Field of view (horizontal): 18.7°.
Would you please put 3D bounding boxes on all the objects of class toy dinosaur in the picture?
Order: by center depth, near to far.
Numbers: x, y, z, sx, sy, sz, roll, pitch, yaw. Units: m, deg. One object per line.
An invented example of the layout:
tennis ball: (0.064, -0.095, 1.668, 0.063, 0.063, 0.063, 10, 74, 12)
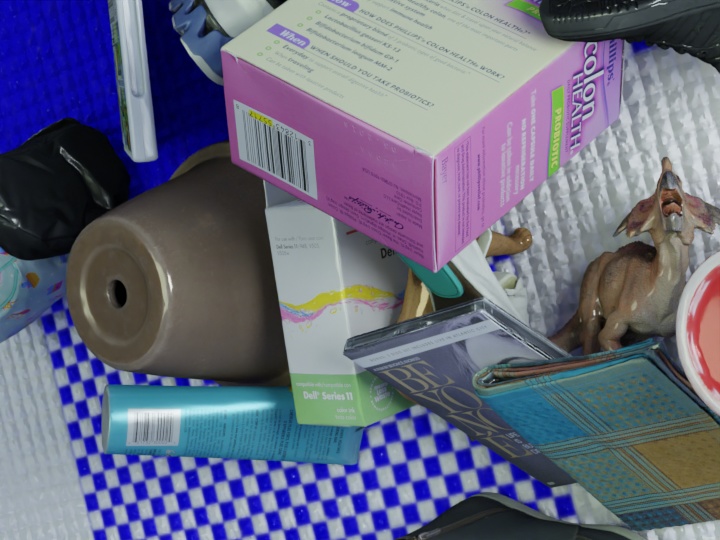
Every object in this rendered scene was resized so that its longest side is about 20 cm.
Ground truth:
toy dinosaur: (0.182, 0.009, 1.450, 0.200, 0.085, 0.136, -24, 70, 57)

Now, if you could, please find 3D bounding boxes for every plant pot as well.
plant pot: (-0.121, 0.003, 1.630, 0.199, 0.174, 0.202, 7, 101, 40)

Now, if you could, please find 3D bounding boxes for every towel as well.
towel: (0.182, 0.109, 1.409, 0.146, 0.200, 0.022, -13, 50, 39)

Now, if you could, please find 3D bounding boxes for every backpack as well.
backpack: (-0.291, -0.021, 1.785, 0.200, 0.166, 0.127, -40, 77, 42)

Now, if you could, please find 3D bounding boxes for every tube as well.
tube: (-0.092, 0.113, 1.623, 0.051, 0.199, 0.078, -100, 18, -46)

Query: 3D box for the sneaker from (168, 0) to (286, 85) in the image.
sneaker: (-0.095, -0.243, 1.644, 0.115, 0.081, 0.200, -31, 59, 13)

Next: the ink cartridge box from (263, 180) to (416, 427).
ink cartridge box: (0.000, 0.000, 1.560, 0.067, 0.117, 0.201, -1, 102, 40)

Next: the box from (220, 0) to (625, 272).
box: (0.042, -0.120, 1.401, 0.175, 0.200, 0.097, 28, 141, 30)

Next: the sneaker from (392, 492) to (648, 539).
sneaker: (0.120, 0.217, 1.508, 0.199, 0.106, 0.075, 13, 110, 39)

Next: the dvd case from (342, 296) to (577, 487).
dvd case: (0.106, 0.086, 1.451, 0.148, 0.200, 0.016, -19, 44, 51)

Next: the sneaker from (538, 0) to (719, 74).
sneaker: (0.217, -0.147, 1.340, 0.199, 0.060, 0.105, -15, 128, 12)

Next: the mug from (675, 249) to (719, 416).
mug: (0.283, 0.047, 1.291, 0.133, 0.200, 0.179, 5, 100, 38)

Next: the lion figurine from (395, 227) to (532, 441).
lion figurine: (0.052, 0.019, 1.516, 0.072, 0.122, 0.201, 5, 91, 46)

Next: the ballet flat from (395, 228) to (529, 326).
ballet flat: (0.076, 0.008, 1.462, 0.069, 0.070, 0.200, -3, 131, 39)

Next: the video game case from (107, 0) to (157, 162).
video game case: (-0.177, -0.178, 1.665, 0.200, 0.022, 0.184, -147, 51, -80)
